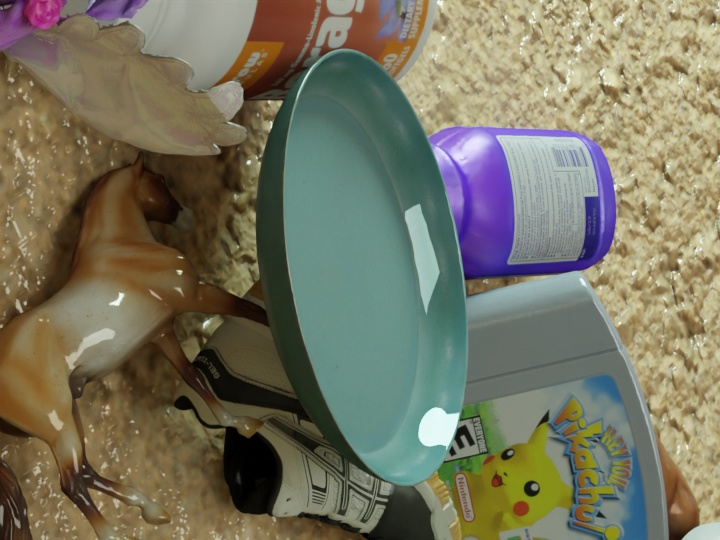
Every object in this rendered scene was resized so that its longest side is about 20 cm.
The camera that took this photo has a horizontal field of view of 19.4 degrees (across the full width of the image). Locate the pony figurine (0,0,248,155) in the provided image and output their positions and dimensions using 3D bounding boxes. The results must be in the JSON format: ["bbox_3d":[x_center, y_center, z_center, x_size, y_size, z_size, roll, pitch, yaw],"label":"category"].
[{"bbox_3d":[-0.140,-0.117,0.806,0.166,0.192,0.201,30,69,-37],"label":"pony figurine"}]

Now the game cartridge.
[{"bbox_3d":[0.093,0.108,1.116,0.040,0.132,0.202,-103,180,-82],"label":"game cartridge"}]

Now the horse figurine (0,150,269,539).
[{"bbox_3d":[-0.111,0.044,0.921,0.132,0.050,0.200,43,59,0],"label":"horse figurine"}]

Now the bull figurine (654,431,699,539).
[{"bbox_3d":[0.134,0.114,1.209,0.200,0.065,0.122,49,55,-31],"label":"bull figurine"}]

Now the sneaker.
[{"bbox_3d":[-0.024,0.095,1.034,0.088,0.075,0.200,-46,125,-15],"label":"sneaker"}]

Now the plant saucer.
[{"bbox_3d":[0.000,0.000,0.965,0.200,0.027,0.202,35,51,-58],"label":"plant saucer"}]

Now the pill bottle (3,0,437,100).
[{"bbox_3d":[-0.064,-0.134,0.972,0.199,0.112,0.113,-6,90,-49],"label":"pill bottle"}]

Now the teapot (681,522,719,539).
[{"bbox_3d":[0.229,0.251,1.194,0.197,0.145,0.202,-1,110,-67],"label":"teapot"}]

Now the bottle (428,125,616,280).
[{"bbox_3d":[0.061,-0.036,1.141,0.199,0.065,0.084,-4,87,-49],"label":"bottle"}]
